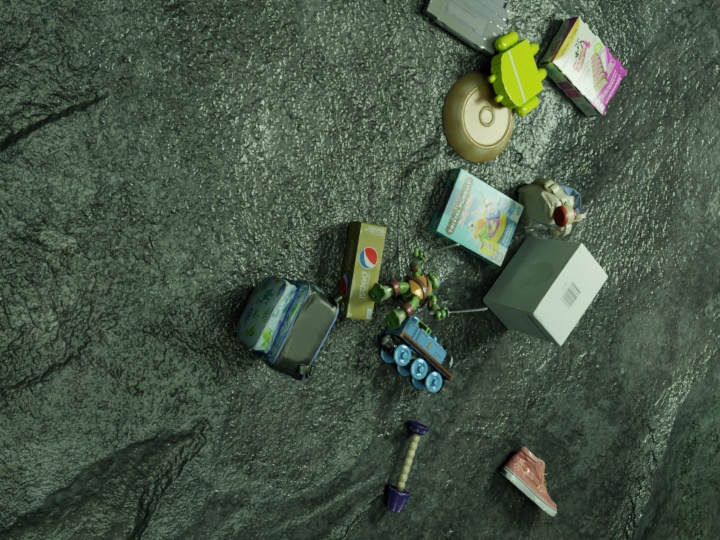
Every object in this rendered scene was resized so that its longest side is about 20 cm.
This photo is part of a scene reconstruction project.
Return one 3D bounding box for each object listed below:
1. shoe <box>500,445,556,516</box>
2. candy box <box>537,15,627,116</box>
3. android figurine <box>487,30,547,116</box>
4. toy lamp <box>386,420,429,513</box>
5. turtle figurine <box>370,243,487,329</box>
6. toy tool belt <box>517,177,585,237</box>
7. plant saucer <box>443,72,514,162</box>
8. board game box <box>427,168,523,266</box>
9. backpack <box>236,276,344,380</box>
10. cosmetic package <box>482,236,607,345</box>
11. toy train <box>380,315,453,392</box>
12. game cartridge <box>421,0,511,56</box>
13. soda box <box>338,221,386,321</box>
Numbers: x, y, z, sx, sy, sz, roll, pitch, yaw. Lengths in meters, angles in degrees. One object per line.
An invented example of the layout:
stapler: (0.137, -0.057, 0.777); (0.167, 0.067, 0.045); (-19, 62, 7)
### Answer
shoe: (0.441, 0.525, 1.899); (0.200, 0.071, 0.091); (42, 84, -18)
candy box: (0.538, -0.489, 1.837); (0.198, 0.061, 0.138); (36, 81, -24)
android figurine: (0.356, -0.446, 1.738); (0.199, 0.041, 0.185); (-39, 113, -36)
toy lamp: (0.104, 0.450, 1.740); (0.057, 0.058, 0.205); (17, 89, -25)
turtle figurine: (0.131, 0.035, 1.613); (0.192, 0.198, 0.147); (-25, 115, -37)
toy tool belt: (0.460, -0.150, 1.764); (0.120, 0.200, 0.128); (-10, 109, -21)
plant saucer: (0.281, -0.351, 1.745); (0.196, 0.035, 0.206); (-3, 97, -25)
board game box: (0.268, -0.121, 1.758); (0.197, 0.047, 0.154); (25, 85, -26)
backpack: (-0.154, 0.100, 1.500); (0.145, 0.199, 0.186); (30, 81, -24)
cosmetic package: (0.424, 0.042, 1.766); (0.123, 0.199, 0.201); (43, 78, -25)
toy train: (0.132, 0.188, 1.710); (0.199, 0.086, 0.115); (41, 73, -23)
game cartridge: (0.237, -0.582, 1.700); (0.197, 0.038, 0.132); (24, 89, -26)
soda box: (0.000, 0.000, 1.634); (0.063, 0.067, 0.205); (9, 92, -25)
